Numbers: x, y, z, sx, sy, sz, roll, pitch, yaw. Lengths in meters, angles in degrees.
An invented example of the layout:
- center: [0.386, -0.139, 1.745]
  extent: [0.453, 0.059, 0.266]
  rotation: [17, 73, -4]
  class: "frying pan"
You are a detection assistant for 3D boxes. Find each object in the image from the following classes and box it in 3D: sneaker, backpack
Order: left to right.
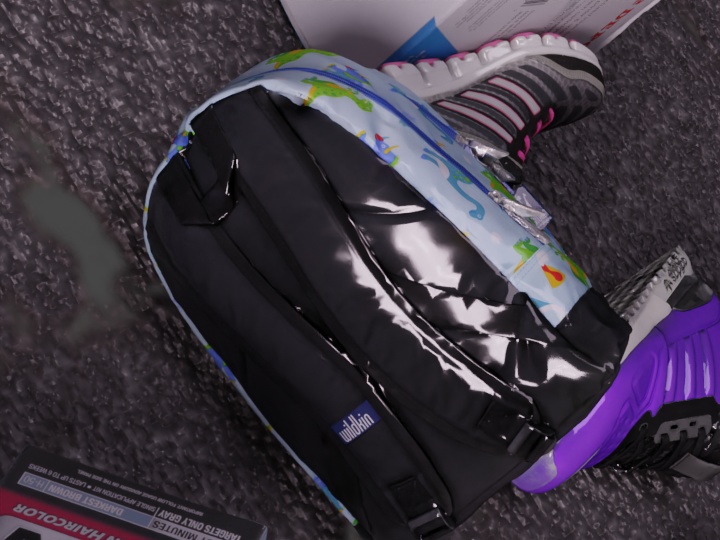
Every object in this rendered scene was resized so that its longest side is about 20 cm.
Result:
- center: [0.000, 0.000, 0.989]
  extent: [0.200, 0.163, 0.154]
  rotation: [38, 33, -8]
  class: "backpack"
- center: [0.057, -0.060, 1.141]
  extent: [0.200, 0.074, 0.088]
  rotation: [-15, 73, -44]
  class: "sneaker"
- center: [0.143, 0.068, 1.132]
  extent: [0.100, 0.070, 0.200]
  rotation: [53, 40, -4]
  class: "sneaker"

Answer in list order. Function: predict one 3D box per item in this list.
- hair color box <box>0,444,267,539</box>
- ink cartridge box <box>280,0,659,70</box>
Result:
- center: [-0.114, 0.157, 0.788]
  extent: [0.099, 0.061, 0.200]
  rotation: [17, 41, 10]
  class: "hair color box"
- center: [0.077, -0.162, 1.176]
  extent: [0.200, 0.146, 0.086]
  rotation: [-16, 72, -49]
  class: "ink cartridge box"
